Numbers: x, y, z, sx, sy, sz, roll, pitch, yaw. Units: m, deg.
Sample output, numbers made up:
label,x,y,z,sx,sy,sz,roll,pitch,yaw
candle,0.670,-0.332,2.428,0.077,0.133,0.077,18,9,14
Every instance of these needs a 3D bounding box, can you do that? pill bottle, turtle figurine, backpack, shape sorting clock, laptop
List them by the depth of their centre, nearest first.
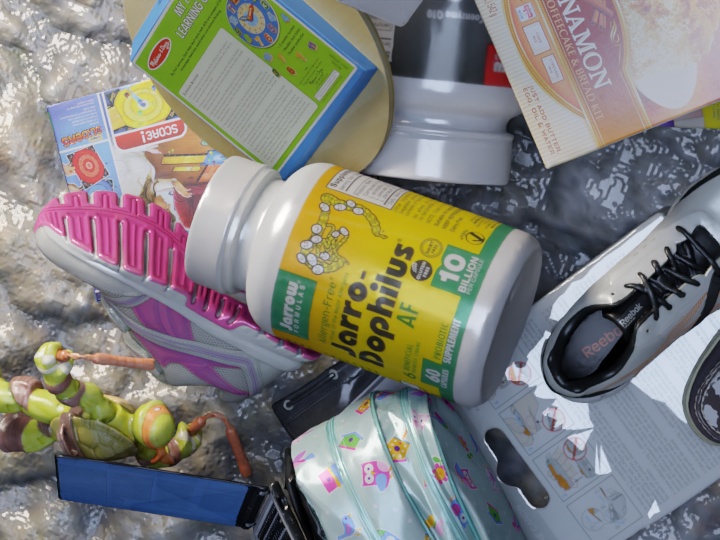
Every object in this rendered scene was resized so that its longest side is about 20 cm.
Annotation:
label,x,y,z,sx,sy,sz,roll,pitch,yaw
pill bottle,0.000,0.000,1.593,0.200,0.113,0.113,20,96,13
shape sorting clock,-0.064,-0.138,1.609,0.200,0.039,0.200,22,140,20
backpack,0.036,0.172,1.629,0.126,0.167,0.200,-28,98,2
laptop,-0.096,0.193,1.630,0.116,0.187,0.200,-25,81,-10
pill bottle,0.057,-0.157,1.637,0.114,0.114,0.200,6,94,9
turtle figurine,-0.171,0.100,1.684,0.161,0.200,0.065,4,70,35

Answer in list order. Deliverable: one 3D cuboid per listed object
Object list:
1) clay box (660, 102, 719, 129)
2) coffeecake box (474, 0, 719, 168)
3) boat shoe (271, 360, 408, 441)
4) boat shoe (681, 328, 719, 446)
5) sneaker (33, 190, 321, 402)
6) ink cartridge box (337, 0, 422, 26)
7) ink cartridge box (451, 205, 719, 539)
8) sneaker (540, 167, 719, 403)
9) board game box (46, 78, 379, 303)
label,x,y,z,sx,sy,sz,roll,pitch,yaw
clay box,0.210,-0.146,1.614,0.200,0.048,0.115,5,102,35
coffeecake box,0.175,-0.170,1.522,0.200,0.073,0.154,-22,97,18
boat shoe,0.021,0.040,1.683,0.066,0.070,0.200,44,106,3
boat shoe,0.282,0.034,1.595,0.200,0.065,0.072,-36,90,0
sneaker,-0.127,0.026,1.664,0.200,0.081,0.088,32,121,-14
ink cartridge box,-0.016,-0.250,1.514,0.116,0.067,0.200,-53,55,18
ink cartridge box,0.164,0.080,1.674,0.200,0.047,0.160,-37,88,15
sneaker,0.189,0.011,1.598,0.074,0.080,0.200,44,101,7
board game box,-0.093,-0.068,1.706,0.200,0.034,0.136,-13,92,10
